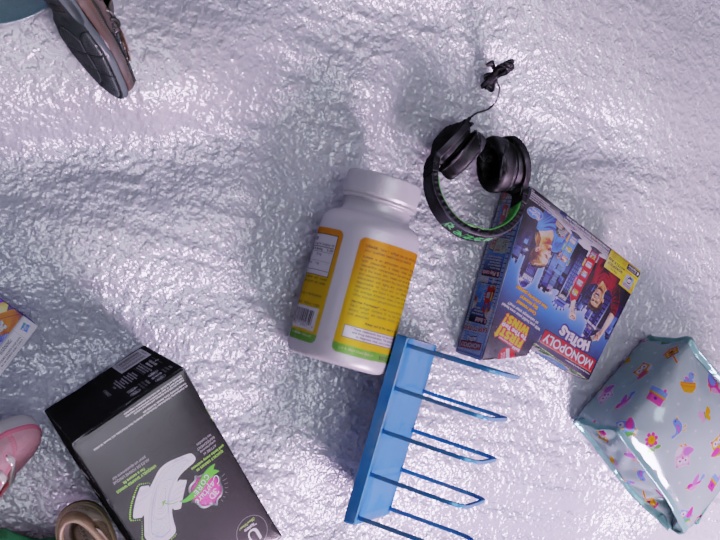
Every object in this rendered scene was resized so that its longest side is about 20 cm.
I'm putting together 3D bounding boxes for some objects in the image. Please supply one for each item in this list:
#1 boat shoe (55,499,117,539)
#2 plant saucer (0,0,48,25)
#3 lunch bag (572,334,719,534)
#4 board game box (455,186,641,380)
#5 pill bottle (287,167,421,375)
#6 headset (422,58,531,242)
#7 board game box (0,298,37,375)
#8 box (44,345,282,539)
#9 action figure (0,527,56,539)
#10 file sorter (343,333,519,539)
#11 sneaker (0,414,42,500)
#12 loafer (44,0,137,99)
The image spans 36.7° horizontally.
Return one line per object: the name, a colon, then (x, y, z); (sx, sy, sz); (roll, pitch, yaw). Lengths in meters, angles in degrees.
boat shoe: (-0.238, 0.317, 1.019); (0.071, 0.065, 0.202); (-25, 94, -6)
plant saucer: (-0.350, -0.325, 0.989); (0.199, 0.039, 0.204); (-3, 97, -26)
lunch bag: (0.393, 0.207, 1.360); (0.170, 0.122, 0.200); (-45, 106, -16)
board game box: (0.209, 0.037, 1.285); (0.199, 0.062, 0.201); (33, 81, -25)
pill bottle: (0.000, 0.000, 1.151); (0.110, 0.111, 0.202); (16, 88, -26)
headset: (0.139, -0.134, 1.211); (0.122, 0.094, 0.202); (16, 67, -19)
board game box: (-0.414, 0.090, 0.994); (0.134, 0.045, 0.201); (40, 78, -24)
box: (-0.193, 0.197, 1.055); (0.124, 0.148, 0.202); (-33, 108, -19)
action figure: (-0.342, 0.287, 1.043); (0.198, 0.055, 0.120); (5, 91, -22)
file sorter: (0.082, 0.187, 1.170); (0.139, 0.121, 0.202); (23, 83, -71)
sneaker: (-0.352, 0.221, 0.981); (0.104, 0.076, 0.200); (40, 48, 17)
loafer: (-0.250, -0.245, 0.996); (0.063, 0.071, 0.201); (-50, 143, -19)
